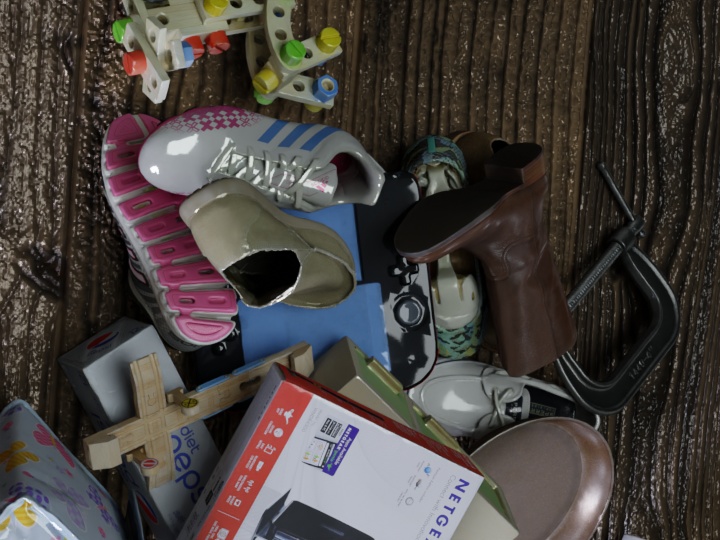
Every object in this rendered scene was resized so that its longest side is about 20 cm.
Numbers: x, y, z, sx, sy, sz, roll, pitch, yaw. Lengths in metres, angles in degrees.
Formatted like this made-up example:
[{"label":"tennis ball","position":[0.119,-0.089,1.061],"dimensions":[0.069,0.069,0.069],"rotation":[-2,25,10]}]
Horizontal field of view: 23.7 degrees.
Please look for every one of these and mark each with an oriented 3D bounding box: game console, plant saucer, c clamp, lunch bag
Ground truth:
[{"label":"game console","position":[-0.042,0.018,1.387],"dimensions":[0.199,0.031,0.178],"rotation":[-7,98,-5]},{"label":"plant saucer","position":[0.133,0.207,1.514],"dimensions":[0.199,0.032,0.201],"rotation":[-16,126,-23]},{"label":"c clamp","position":[0.222,0.027,1.573],"dimensions":[0.171,0.027,0.200],"rotation":[49,55,-17]},{"label":"lunch bag","position":[-0.216,0.217,1.249],"dimensions":[0.127,0.170,0.200],"rotation":[-37,113,2]}]

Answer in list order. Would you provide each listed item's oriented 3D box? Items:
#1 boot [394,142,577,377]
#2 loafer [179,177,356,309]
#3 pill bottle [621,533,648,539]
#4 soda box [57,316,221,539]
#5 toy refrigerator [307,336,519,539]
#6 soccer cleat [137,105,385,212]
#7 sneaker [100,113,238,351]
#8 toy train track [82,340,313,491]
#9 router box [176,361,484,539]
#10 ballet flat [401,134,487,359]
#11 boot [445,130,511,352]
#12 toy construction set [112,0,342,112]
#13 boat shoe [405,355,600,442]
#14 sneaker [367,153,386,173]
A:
[{"label":"boot","position":[0.111,0.020,1.420],"dimensions":[0.186,0.064,0.201],"rotation":[-34,126,-36]},{"label":"loafer","position":[-0.065,-0.003,1.286],"dimensions":[0.200,0.075,0.069],"rotation":[29,39,-54]},{"label":"pill bottle","position":[0.251,0.352,1.584],"dimensions":[0.111,0.111,0.201],"rotation":[24,81,-30]},{"label":"soda box","position":[-0.157,0.139,1.350],"dimensions":[0.068,0.063,0.201],"rotation":[-34,109,-22]},{"label":"toy refrigerator","position":[0.038,0.149,1.371],"dimensions":[0.070,0.076,0.200],"rotation":[-41,111,10]},{"label":"soccer cleat","position":[-0.068,-0.080,1.295],"dimensions":[0.199,0.086,0.070],"rotation":[-3,120,-38]},{"label":"sneaker","position":[-0.157,-0.023,1.329],"dimensions":[0.073,0.087,0.201],"rotation":[-16,74,-26]},{"label":"toy train track","position":[-0.114,0.105,1.298],"dimensions":[0.199,0.032,0.115],"rotation":[-24,125,-30]},{"label":"router box","position":[-0.032,0.197,1.297],"dimensions":[0.179,0.049,0.201],"rotation":[27,96,-17]},{"label":"ballet flat","position":[0.068,-0.013,1.456],"dimensions":[0.074,0.074,0.201],"rotation":[-19,105,-29]},{"label":"boot","position":[0.117,-0.022,1.499],"dimensions":[0.073,0.075,0.201],"rotation":[-17,103,-31]},{"label":"toy construction set","position":[-0.113,-0.177,1.325],"dimensions":[0.199,0.092,0.132],"rotation":[-10,73,-44]},{"label":"boat shoe","position":[0.124,0.122,1.518],"dimensions":[0.199,0.066,0.072],"rotation":[16,85,-31]},{"label":"sneaker","position":[0.000,0.000,1.429],"dimensions":[0.099,0.075,0.201],"rotation":[-17,101,-28]}]
